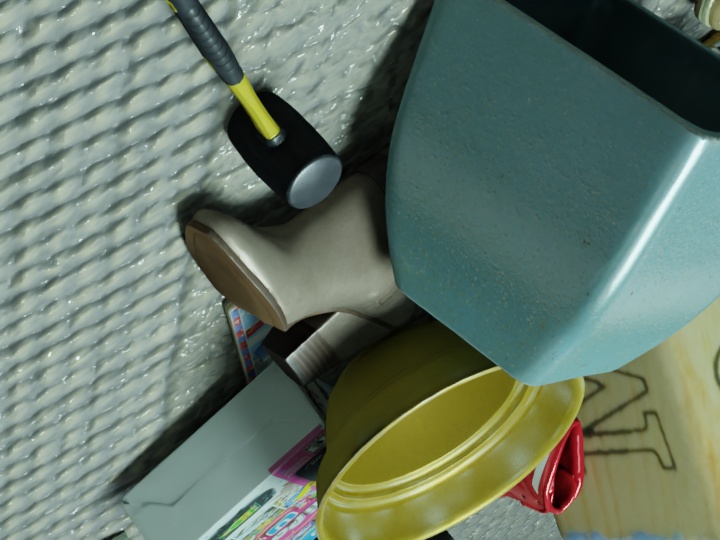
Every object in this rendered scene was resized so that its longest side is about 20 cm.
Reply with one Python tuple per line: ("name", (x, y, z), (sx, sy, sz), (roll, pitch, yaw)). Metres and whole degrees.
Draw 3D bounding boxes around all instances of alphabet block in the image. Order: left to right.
("alphabet block", (0.231, 0.065, 1.521), (0.195, 0.201, 0.196), (-26, -171, -35))

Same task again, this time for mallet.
("mallet", (-0.059, -0.092, 1.117), (0.041, 0.066, 0.200), (-41, 157, -4))

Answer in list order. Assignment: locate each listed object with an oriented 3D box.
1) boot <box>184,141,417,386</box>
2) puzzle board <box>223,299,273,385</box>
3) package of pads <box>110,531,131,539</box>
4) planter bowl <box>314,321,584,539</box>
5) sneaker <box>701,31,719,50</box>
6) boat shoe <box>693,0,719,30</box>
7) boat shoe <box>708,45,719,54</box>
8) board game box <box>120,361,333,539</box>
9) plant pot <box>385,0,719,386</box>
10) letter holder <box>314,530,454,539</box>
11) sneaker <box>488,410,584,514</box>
("boot", (-0.018, -0.022, 1.314), (0.146, 0.070, 0.200), (-48, 147, -12))
("puzzle board", (0.000, 0.000, 1.443), (0.200, 0.017, 0.151), (-36, 157, -12))
("package of pads", (-0.196, 0.284, 1.452), (0.200, 0.155, 0.068), (-23, 151, -37))
("planter bowl", (0.040, 0.093, 1.403), (0.200, 0.084, 0.201), (-25, 150, -16))
("sneaker", (0.230, -0.085, 1.572), (0.200, 0.088, 0.075), (-42, 159, 3))
("boat shoe", (0.325, -0.214, 1.509), (0.200, 0.076, 0.072), (-33, 156, -21))
("boat shoe", (0.215, -0.080, 1.450), (0.200, 0.069, 0.071), (-44, 171, -39))
("board game box", (-0.065, 0.147, 1.519), (0.147, 0.064, 0.200), (-41, 162, 5))
("plant pot", (0.127, -0.046, 1.292), (0.196, 0.196, 0.201), (-5, 128, -55))
("letter holder", (-0.041, 0.263, 1.740), (0.200, 0.101, 0.142), (-30, 157, -27))
("sneaker", (0.080, 0.149, 1.516), (0.078, 0.116, 0.200), (-20, 154, -47))
